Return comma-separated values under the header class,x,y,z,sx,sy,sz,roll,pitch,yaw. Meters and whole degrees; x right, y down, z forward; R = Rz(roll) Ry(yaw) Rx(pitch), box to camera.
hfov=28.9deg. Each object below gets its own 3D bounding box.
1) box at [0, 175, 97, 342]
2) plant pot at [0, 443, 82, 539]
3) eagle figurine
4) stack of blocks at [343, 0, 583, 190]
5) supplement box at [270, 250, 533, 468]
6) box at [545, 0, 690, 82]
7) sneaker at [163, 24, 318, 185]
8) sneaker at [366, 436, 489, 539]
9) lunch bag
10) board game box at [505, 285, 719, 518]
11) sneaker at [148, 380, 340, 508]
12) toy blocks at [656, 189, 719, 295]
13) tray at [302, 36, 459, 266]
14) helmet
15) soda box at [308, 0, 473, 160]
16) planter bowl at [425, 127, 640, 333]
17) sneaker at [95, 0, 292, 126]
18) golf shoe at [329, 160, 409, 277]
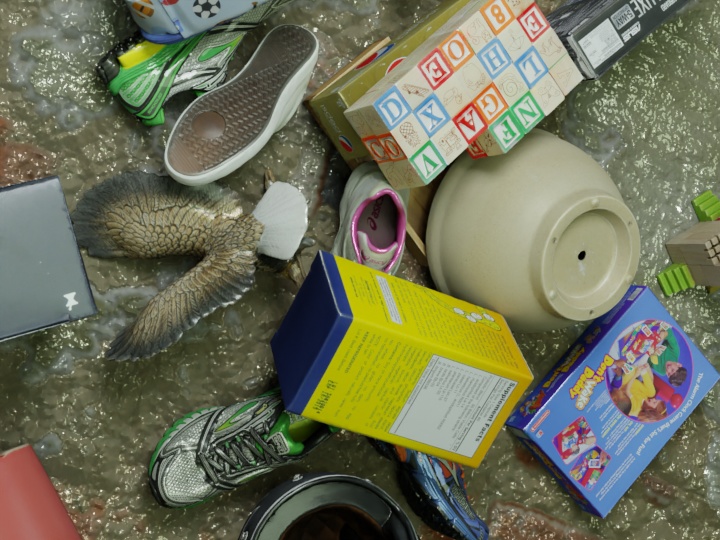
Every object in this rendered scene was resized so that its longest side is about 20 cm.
class,x,y,z,sx,sy,sz,roll,pitch,yaw
box,-0.335,0.004,1.130,0.195,0.200,0.119,-16,97,-20
plant pot,-0.316,0.250,1.162,0.199,0.200,0.179,-18,88,-19
eagle figurine,-0.143,-0.010,1.244,0.198,0.152,0.152,-9,115,-25
stack of blocks,0.095,-0.157,1.255,0.200,0.058,0.116,-43,107,-23
supplement box,0.035,0.081,1.250,0.198,0.110,0.109,20,115,-22
box,0.247,-0.255,1.365,0.200,0.157,0.050,-40,104,-16
sneaker,-0.103,-0.131,1.258,0.073,0.085,0.200,34,58,12
sneaker,0.074,0.184,1.359,0.078,0.075,0.201,-37,105,-19
lunch bag,-0.119,-0.292,1.210,0.198,0.161,0.076,-22,138,6
board game box,0.262,0.133,1.442,0.200,0.045,0.135,-46,106,-13
sneaker,-0.102,0.153,1.275,0.199,0.085,0.079,-29,101,-17
toy blocks,0.418,-0.041,1.446,0.199,0.137,0.101,-30,101,-17
tray,0.042,-0.114,1.357,0.098,0.037,0.201,-40,105,-15
helmet,-0.026,0.286,1.262,0.198,0.191,0.201,-19,134,-21
soda box,0.052,-0.187,1.304,0.200,0.064,0.068,-40,105,-24
planter bowl,0.181,-0.027,1.333,0.199,0.134,0.202,-10,109,-30
sneaker,-0.139,-0.207,1.273,0.199,0.078,0.086,-35,110,-7
golf shoe,0.000,0.000,1.301,0.075,0.092,0.202,9,103,-8
